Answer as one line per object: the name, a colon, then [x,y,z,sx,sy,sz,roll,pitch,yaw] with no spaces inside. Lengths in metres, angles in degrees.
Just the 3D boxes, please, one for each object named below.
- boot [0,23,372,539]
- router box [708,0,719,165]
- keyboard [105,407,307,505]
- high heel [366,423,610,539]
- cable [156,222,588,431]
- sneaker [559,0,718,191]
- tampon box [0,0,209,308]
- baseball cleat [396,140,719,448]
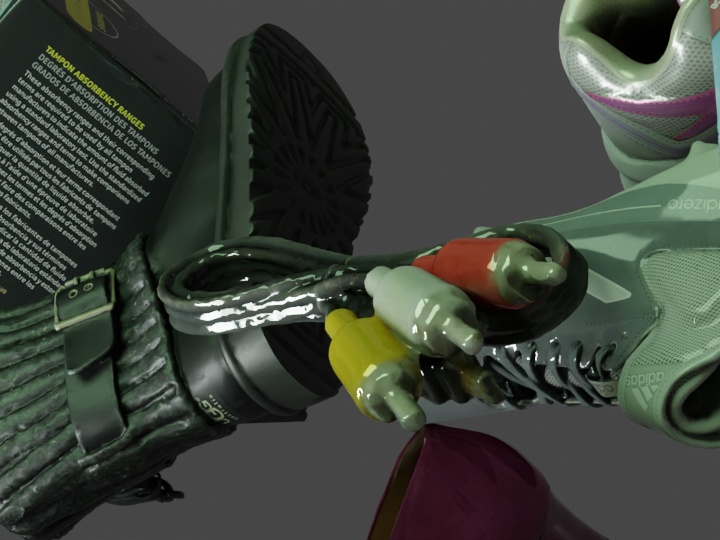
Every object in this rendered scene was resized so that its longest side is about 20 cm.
boot: [-0.083,0.001,0.998,0.158,0.079,0.211,-27,35,28]
router box: [0.203,-0.048,0.701,0.199,0.062,0.150,-17,45,21]
keyboard: [-0.087,0.050,1.041,0.200,0.021,0.127,-6,54,49]
high heel: [-0.015,0.120,0.813,0.200,0.096,0.068,-39,35,18]
cable: [0.000,0.000,0.823,0.097,0.050,0.200,-41,33,-17]
sneaker: [0.149,-0.090,0.825,0.200,0.088,0.082,-28,39,31]
tampon box: [-0.174,-0.038,1.113,0.200,0.126,0.150,-47,22,8]
baseball cleat: [0.076,0.023,0.821,0.200,0.070,0.107,-30,38,31]
